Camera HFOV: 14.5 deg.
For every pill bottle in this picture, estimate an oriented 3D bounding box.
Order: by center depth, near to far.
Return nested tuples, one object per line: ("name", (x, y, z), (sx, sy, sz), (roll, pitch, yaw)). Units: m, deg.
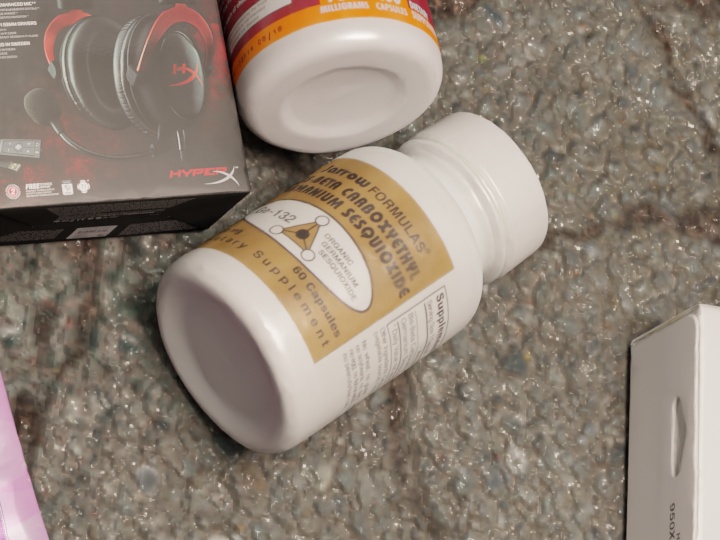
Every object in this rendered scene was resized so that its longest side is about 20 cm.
("pill bottle", (0.000, 0.000, 1.501), (0.200, 0.114, 0.115), (-33, 89, -29))
("pill bottle", (-0.028, -0.175, 1.534), (0.112, 0.113, 0.201), (0, 60, -25))

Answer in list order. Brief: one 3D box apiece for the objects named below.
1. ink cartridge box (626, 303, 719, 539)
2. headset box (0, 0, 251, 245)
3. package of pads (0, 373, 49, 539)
("ink cartridge box", (0.253, 0.112, 1.599), (0.199, 0.084, 0.146), (11, 69, -22))
("headset box", (-0.152, -0.121, 1.492), (0.148, 0.075, 0.201), (-4, 76, -25))
("package of pads", (-0.214, 0.141, 1.380), (0.120, 0.076, 0.201), (-12, 79, -25))
